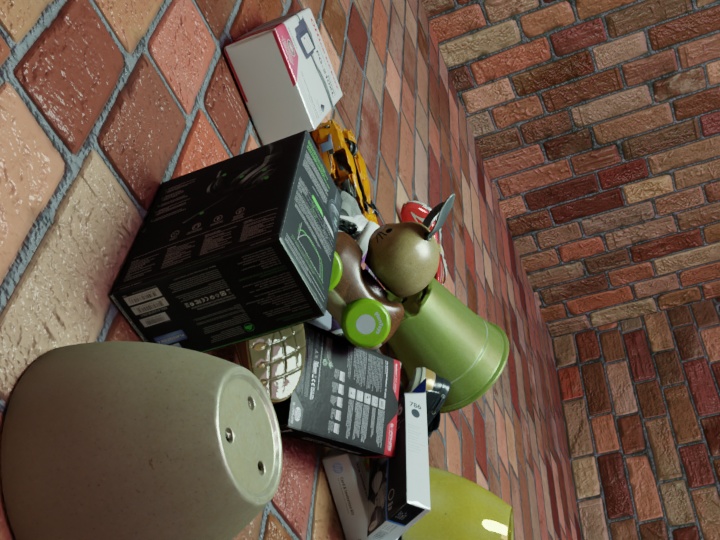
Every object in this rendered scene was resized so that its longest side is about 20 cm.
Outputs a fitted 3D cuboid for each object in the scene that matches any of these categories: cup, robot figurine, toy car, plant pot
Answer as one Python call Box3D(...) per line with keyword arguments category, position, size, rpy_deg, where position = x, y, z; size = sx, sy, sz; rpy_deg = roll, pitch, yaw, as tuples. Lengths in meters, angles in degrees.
Box3D(category="cup", position=(-0.144, 0.137, 0.652), size=(0.200, 0.142, 0.202), rpy_deg=(-17, 90, -73))
Box3D(category="robot figurine", position=(-0.020, -0.141, 1.424), size=(0.145, 0.058, 0.202), rpy_deg=(7, 67, -71))
Box3D(category="toy car", position=(0.029, -0.022, 1.014), size=(0.158, 0.200, 0.164), rpy_deg=(48, -2, -4))
Box3D(category="plant pot", position=(0.120, 0.108, 1.482), size=(0.190, 0.199, 0.201), rpy_deg=(48, 28, -28))
Box3D(category="plant pot", position=(0.148, 0.390, 1.258), size=(0.200, 0.141, 0.202), rpy_deg=(1, 90, -74))

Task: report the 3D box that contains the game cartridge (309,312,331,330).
Box3D(category="game cartridge", position=(-0.083, -0.022, 1.163), size=(0.133, 0.041, 0.201), rpy_deg=(49, 30, -62))

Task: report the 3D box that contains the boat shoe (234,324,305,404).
Box3D(category="boat shoe", position=(-0.109, 0.056, 0.941), size=(0.072, 0.068, 0.201), rpy_deg=(11, 54, -35))

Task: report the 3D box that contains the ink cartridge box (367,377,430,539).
Box3D(category="ink cartridge box", position=(0.048, 0.235, 1.109), size=(0.039, 0.100, 0.201), rpy_deg=(22, 41, -18))

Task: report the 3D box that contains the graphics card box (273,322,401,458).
Box3D(category="graphics card box", position=(-0.030, 0.146, 1.032), size=(0.200, 0.051, 0.126), rpy_deg=(27, 61, -47))

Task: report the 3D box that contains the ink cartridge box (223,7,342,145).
Box3D(category="ink cartridge box", position=(-0.104, -0.282, 1.241), size=(0.200, 0.084, 0.146), rpy_deg=(-67, 139, -63))

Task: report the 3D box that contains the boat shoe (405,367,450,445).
Box3D(category="boat shoe", position=(0.087, 0.228, 1.303), size=(0.075, 0.062, 0.201), rpy_deg=(-79, -177, -53))

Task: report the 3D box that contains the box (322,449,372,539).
Box3D(category="box", position=(0.015, 0.294, 1.185), size=(0.200, 0.041, 0.157), rpy_deg=(-23, 97, -72))

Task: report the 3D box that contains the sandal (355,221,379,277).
Box3D(category="sandal", position=(-0.004, 0.006, 1.210), size=(0.083, 0.050, 0.203), rpy_deg=(-58, 177, -27))

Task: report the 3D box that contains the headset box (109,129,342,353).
Box3D(category="headset box", position=(-0.118, -0.031, 0.829), size=(0.201, 0.173, 0.093), rpy_deg=(-85, 152, -52))

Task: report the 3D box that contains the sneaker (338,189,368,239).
Box3D(category="sneaker", position=(-0.041, -0.074, 1.183), size=(0.080, 0.074, 0.200), rpy_deg=(65, 11, 2))

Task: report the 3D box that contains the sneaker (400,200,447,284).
Box3D(category="sneaker", position=(0.133, -0.048, 1.800), size=(0.201, 0.077, 0.085), rpy_deg=(70, 23, -13))

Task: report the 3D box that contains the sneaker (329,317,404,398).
Box3D(category="sneaker", position=(0.009, 0.127, 1.263), size=(0.088, 0.075, 0.201), rpy_deg=(-95, 161, -49))
